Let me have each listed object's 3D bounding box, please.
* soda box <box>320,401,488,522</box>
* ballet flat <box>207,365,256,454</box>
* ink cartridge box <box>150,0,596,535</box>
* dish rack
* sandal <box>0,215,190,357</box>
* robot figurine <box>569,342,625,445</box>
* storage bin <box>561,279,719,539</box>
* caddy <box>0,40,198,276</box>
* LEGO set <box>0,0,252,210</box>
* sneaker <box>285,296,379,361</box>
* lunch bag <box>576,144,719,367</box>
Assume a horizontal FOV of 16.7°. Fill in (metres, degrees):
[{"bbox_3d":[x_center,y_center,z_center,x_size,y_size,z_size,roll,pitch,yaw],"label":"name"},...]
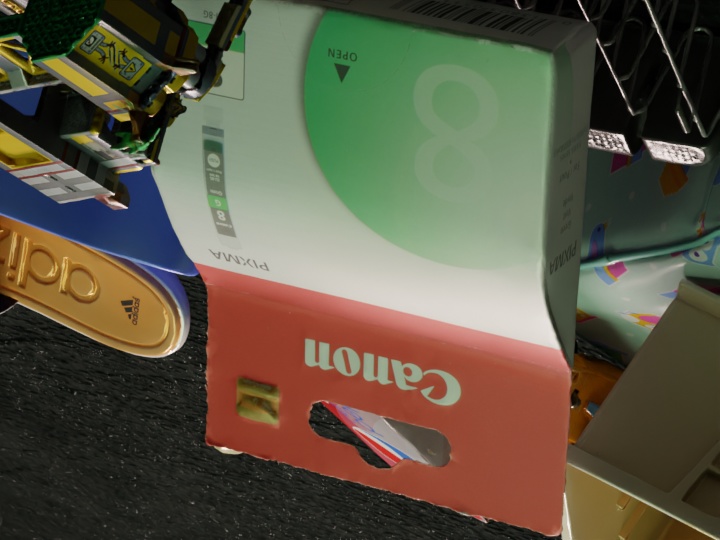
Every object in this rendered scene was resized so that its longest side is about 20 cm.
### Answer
[{"bbox_3d":[0.019,0.047,1.203,0.063,0.070,0.200,23,165,36],"label":"soda box"},{"bbox_3d":[0.000,0.000,1.022,0.057,0.200,0.067,35,152,3],"label":"ballet flat"},{"bbox_3d":[0.000,-0.004,0.888,0.160,0.202,0.050,13,-158,25],"label":"ink cartridge box"},{"bbox_3d":[0.053,-0.109,0.883,0.152,0.055,0.200,11,157,28],"label":"dish rack"},{"bbox_3d":[-0.181,-0.007,1.205,0.206,0.059,0.080,22,124,19],"label":"sandal"},{"bbox_3d":[0.092,0.062,1.128,0.145,0.058,0.200,30,180,33],"label":"robot figurine"},{"bbox_3d":[0.189,0.127,0.981,0.198,0.094,0.200,27,156,22],"label":"storage bin"},{"bbox_3d":[-0.090,-0.058,1.100,0.141,0.106,0.199,17,-179,-44],"label":"caddy"},{"bbox_3d":[-0.069,-0.109,0.800,0.153,0.201,0.116,-16,146,37],"label":"LEGO set"},{"bbox_3d":[-0.008,-0.053,0.972,0.080,0.201,0.083,-37,161,24],"label":"sneaker"},{"bbox_3d":[0.170,-0.001,1.016,0.160,0.078,0.200,28,161,-23],"label":"lunch bag"}]
